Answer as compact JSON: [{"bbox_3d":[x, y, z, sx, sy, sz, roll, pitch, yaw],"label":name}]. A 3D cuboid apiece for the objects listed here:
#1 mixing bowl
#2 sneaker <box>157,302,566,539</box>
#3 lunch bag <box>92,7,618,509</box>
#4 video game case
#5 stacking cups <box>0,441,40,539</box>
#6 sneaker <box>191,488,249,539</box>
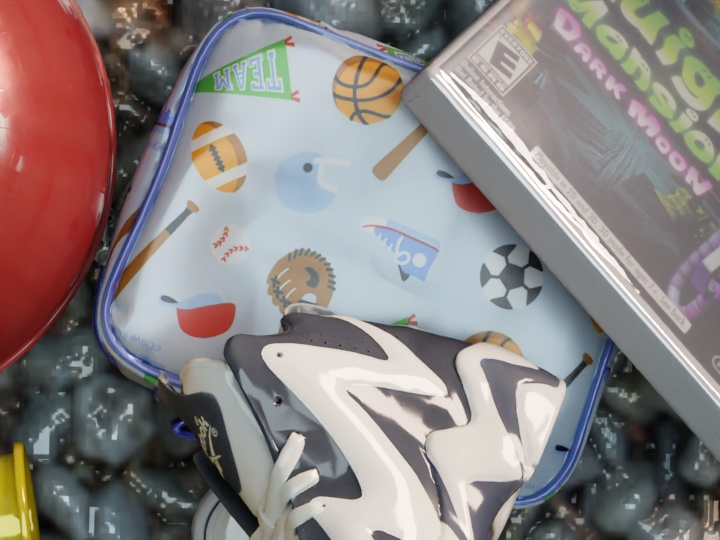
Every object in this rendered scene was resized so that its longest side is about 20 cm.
[{"bbox_3d":[-0.179,-0.048,0.900,0.200,0.108,0.201,0,87,-7],"label":"mixing bowl"},{"bbox_3d":[-0.022,0.086,0.888,0.129,0.080,0.199,24,56,5],"label":"sneaker"},{"bbox_3d":[0.000,0.000,0.989,0.200,0.076,0.161,21,87,-7],"label":"lunch bag"},{"bbox_3d":[0.128,-0.036,0.981,0.200,0.023,0.182,48,45,-3],"label":"video game case"},{"bbox_3d":[-0.216,0.108,0.965,0.200,0.061,0.061,-10,89,-5],"label":"stacking cups"},{"bbox_3d":[0.016,0.152,0.984,0.073,0.071,0.200,-43,94,-8],"label":"sneaker"}]
